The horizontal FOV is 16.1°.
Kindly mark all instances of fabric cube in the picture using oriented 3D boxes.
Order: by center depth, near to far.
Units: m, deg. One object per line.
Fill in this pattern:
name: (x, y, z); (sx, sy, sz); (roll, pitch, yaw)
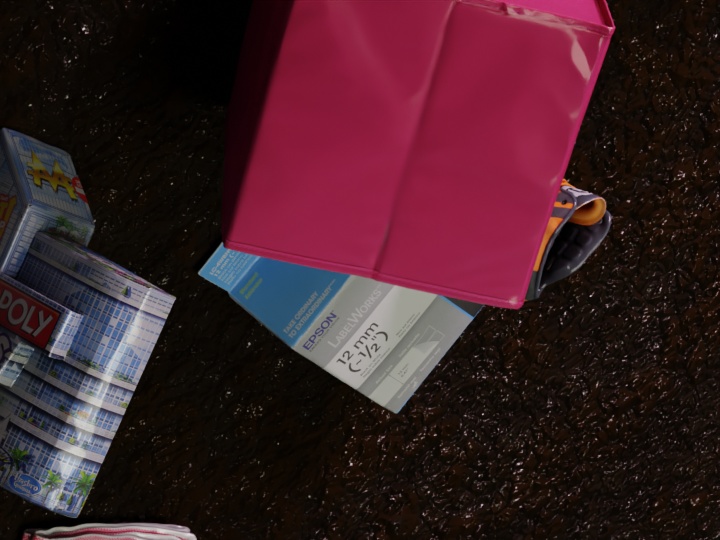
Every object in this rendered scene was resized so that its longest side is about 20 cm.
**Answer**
fabric cube: (0.030, -0.124, 1.591); (0.200, 0.196, 0.200); (12, 118, -9)

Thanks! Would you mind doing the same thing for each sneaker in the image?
sneaker: (0.128, -0.070, 1.780); (0.078, 0.112, 0.200); (20, 78, -51)

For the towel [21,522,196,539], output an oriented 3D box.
towel: (-0.213, 0.272, 1.879); (0.146, 0.030, 0.200); (4, 119, -39)

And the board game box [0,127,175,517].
board game box: (-0.214, 0.023, 1.595); (0.062, 0.200, 0.200); (21, 93, -47)

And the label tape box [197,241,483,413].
label tape box: (0.000, 0.000, 1.813); (0.143, 0.066, 0.200); (-51, 139, 5)
